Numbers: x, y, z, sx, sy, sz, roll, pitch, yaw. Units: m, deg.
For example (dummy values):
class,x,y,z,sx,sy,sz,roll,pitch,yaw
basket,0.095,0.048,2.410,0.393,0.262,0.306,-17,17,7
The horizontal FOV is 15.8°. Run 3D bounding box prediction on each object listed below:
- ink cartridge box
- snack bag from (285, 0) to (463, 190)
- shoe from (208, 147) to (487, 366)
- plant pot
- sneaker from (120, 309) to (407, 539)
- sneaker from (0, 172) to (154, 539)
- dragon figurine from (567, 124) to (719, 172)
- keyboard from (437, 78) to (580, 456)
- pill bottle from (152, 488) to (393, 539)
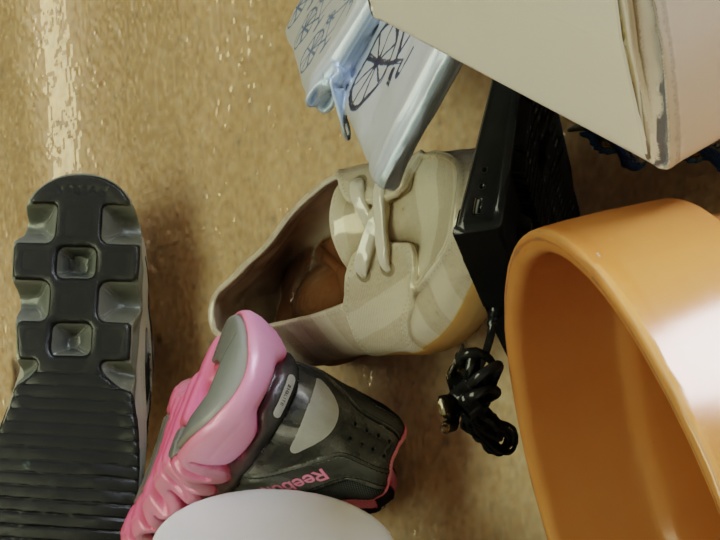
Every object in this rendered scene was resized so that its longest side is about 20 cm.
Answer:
class,x,y,z,sx,sy,sz,roll,pitch,yaw
ink cartridge box,0.111,-0.126,0.748,0.146,0.200,0.085,33,143,48
snack bag,0.028,-0.135,0.924,0.189,0.021,0.200,-62,18,17
shoe,0.000,0.000,0.980,0.200,0.053,0.070,150,124,-61
plant pot,0.140,0.063,0.721,0.200,0.140,0.200,161,90,-79
sneaker,-0.036,0.082,1.041,0.200,0.095,0.079,135,154,-69
sneaker,-0.123,0.065,1.149,0.089,0.074,0.200,73,-154,-76
dragon figurine,0.082,-0.122,0.907,0.100,0.059,0.200,-57,49,33
keyboard,0.052,0.002,0.849,0.021,0.200,0.127,12,79,12
pill bottle,-0.035,0.190,0.967,0.120,0.120,0.200,31,126,48
